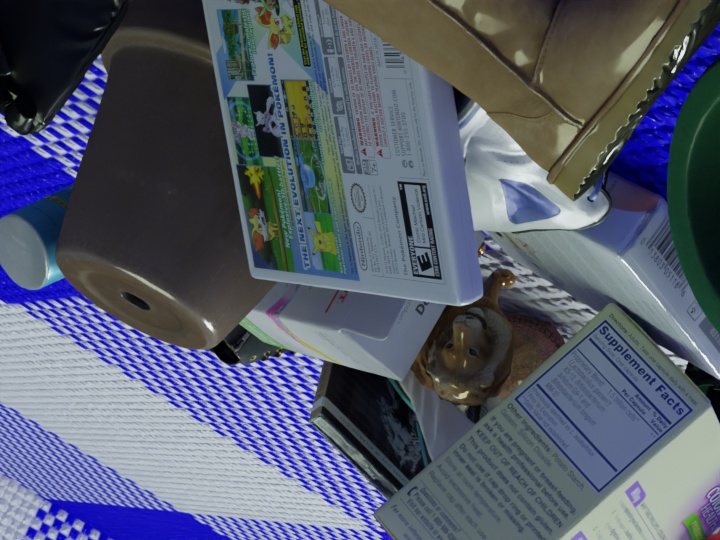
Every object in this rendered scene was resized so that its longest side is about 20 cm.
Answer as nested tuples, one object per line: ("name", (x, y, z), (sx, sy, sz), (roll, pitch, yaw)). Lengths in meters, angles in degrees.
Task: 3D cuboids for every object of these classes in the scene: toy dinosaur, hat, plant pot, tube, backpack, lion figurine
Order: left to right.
("backpack", (-0.218, -0.184, 1.188), (0.200, 0.167, 0.127), (35, 167, -6))
("tube", (-0.151, -0.045, 1.434), (0.077, 0.200, 0.051), (39, 132, 20))
("plant pot", (-0.096, -0.052, 1.335), (0.199, 0.175, 0.200), (25, 161, 9))
("lion figurine", (0.029, 0.037, 1.475), (0.199, 0.123, 0.073), (-3, 140, 41))
("toy dinosaur", (0.136, 0.084, 1.564), (0.200, 0.086, 0.135), (51, 145, -15))
("hat", (0.266, -0.041, 1.087), (0.175, 0.167, 0.200), (-12, 180, -29))

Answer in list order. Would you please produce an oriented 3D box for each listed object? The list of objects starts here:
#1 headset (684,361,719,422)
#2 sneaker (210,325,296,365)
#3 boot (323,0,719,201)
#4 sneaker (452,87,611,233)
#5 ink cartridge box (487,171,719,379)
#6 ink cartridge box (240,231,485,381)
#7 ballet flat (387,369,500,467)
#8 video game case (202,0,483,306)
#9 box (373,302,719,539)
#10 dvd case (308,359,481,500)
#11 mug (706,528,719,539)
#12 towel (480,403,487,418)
("headset", (0.284, 0.114, 1.402), (0.200, 0.094, 0.123), (32, 163, -38))
("sneaker", (-0.059, 0.043, 1.664), (0.075, 0.107, 0.200), (17, 159, 42))
("boot", (0.063, -0.146, 1.009), (0.200, 0.066, 0.175), (41, 128, 7))
("sneaker", (0.090, -0.080, 1.177), (0.114, 0.081, 0.200), (5, 150, -13))
("ink cartridge box", (0.136, -0.024, 1.345), (0.200, 0.050, 0.162), (35, 173, 43))
("ink cartridge box", (0.000, 0.000, 1.422), (0.067, 0.117, 0.200), (40, 164, -35))
("ballet flat", (0.061, 0.087, 1.488), (0.069, 0.069, 0.200), (38, -165, -34))
("video game case", (-0.015, -0.086, 1.165), (0.182, 0.022, 0.201), (7, 111, 50))
("box", (0.133, 0.148, 1.378), (0.097, 0.200, 0.176), (48, 178, 30))
("dvd case", (0.029, 0.097, 1.565), (0.016, 0.200, 0.149), (-35, 111, 25))
("mug", (0.201, 0.229, 1.673), (0.177, 0.201, 0.133), (8, 155, 45))
("towel", (0.072, 0.129, 1.639), (0.146, 0.201, 0.022), (35, 122, -27))
